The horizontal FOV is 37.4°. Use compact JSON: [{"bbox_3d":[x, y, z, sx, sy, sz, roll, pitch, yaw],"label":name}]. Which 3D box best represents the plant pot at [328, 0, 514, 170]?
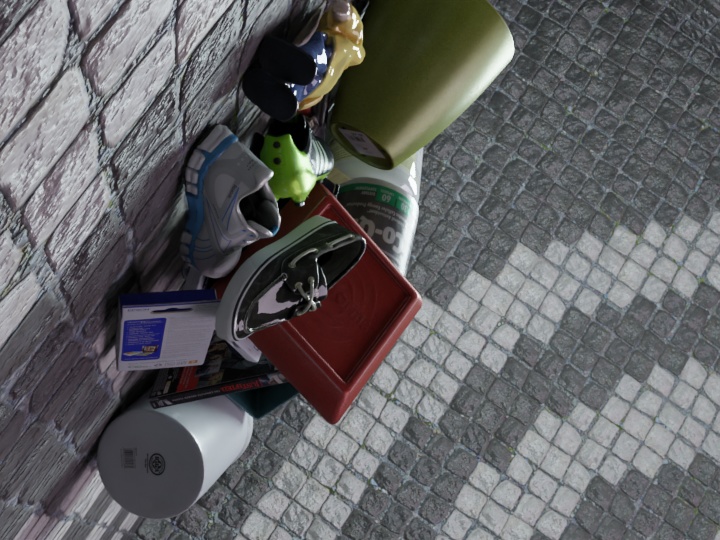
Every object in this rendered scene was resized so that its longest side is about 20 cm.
[{"bbox_3d":[0.052,-0.227,1.267,0.201,0.187,0.187,-56,179,-13],"label":"plant pot"}]

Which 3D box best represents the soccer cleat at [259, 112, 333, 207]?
[{"bbox_3d":[-0.065,-0.125,1.081,0.200,0.067,0.082,-78,167,-71],"label":"soccer cleat"}]

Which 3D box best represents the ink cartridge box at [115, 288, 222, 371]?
[{"bbox_3d":[-0.197,0.055,1.069,0.200,0.094,0.037,124,-40,-65],"label":"ink cartridge box"}]

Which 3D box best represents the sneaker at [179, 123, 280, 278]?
[{"bbox_3d":[-0.118,-0.044,1.009,0.075,0.086,0.200,-51,166,-30],"label":"sneaker"}]

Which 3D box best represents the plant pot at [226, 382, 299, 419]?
[{"bbox_3d":[-0.143,0.081,1.575,0.141,0.141,0.201,-33,-149,21],"label":"plant pot"}]

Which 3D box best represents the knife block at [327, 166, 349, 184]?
[{"bbox_3d":[-0.107,-0.040,1.369,0.175,0.064,0.201,5,116,-41],"label":"knife block"}]

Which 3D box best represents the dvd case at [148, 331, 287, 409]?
[{"bbox_3d":[-0.165,0.108,1.368,0.199,0.022,0.146,-14,-149,11],"label":"dvd case"}]

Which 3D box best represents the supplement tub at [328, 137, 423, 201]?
[{"bbox_3d":[0.016,-0.149,1.513,0.145,0.144,0.201,122,-20,-55],"label":"supplement tub"}]

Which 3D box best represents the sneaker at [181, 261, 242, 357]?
[{"bbox_3d":[-0.159,0.029,1.261,0.108,0.070,0.201,-45,143,-58],"label":"sneaker"}]

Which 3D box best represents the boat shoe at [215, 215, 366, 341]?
[{"bbox_3d":[-0.064,0.008,1.042,0.200,0.063,0.071,-44,146,-43],"label":"boat shoe"}]

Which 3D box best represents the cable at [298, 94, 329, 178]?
[{"bbox_3d":[-0.065,-0.153,1.263,0.200,0.050,0.098,87,23,-69],"label":"cable"}]

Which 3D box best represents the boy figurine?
[{"bbox_3d":[-0.040,-0.212,1.026,0.125,0.064,0.200,-58,179,31],"label":"boy figurine"}]

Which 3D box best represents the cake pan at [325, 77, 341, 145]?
[{"bbox_3d":[-0.064,-0.181,1.382,0.201,0.037,0.200,-57,178,-3],"label":"cake pan"}]

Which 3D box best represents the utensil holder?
[{"bbox_3d":[-0.260,0.240,1.511,0.171,0.169,0.200,-57,177,16],"label":"utensil holder"}]

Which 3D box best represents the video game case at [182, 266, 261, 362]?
[{"bbox_3d":[-0.133,0.003,1.187,0.200,0.018,0.144,58,44,-63],"label":"video game case"}]

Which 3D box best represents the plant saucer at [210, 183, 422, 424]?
[{"bbox_3d":[-0.033,0.026,1.149,0.037,0.200,0.200,-24,-158,52],"label":"plant saucer"}]

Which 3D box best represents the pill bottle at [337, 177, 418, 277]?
[{"bbox_3d":[0.000,0.000,1.273,0.113,0.112,0.201,121,-17,-62],"label":"pill bottle"}]

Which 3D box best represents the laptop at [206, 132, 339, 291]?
[{"bbox_3d":[-0.104,-0.023,1.217,0.200,0.115,0.189,132,-25,-71],"label":"laptop"}]
